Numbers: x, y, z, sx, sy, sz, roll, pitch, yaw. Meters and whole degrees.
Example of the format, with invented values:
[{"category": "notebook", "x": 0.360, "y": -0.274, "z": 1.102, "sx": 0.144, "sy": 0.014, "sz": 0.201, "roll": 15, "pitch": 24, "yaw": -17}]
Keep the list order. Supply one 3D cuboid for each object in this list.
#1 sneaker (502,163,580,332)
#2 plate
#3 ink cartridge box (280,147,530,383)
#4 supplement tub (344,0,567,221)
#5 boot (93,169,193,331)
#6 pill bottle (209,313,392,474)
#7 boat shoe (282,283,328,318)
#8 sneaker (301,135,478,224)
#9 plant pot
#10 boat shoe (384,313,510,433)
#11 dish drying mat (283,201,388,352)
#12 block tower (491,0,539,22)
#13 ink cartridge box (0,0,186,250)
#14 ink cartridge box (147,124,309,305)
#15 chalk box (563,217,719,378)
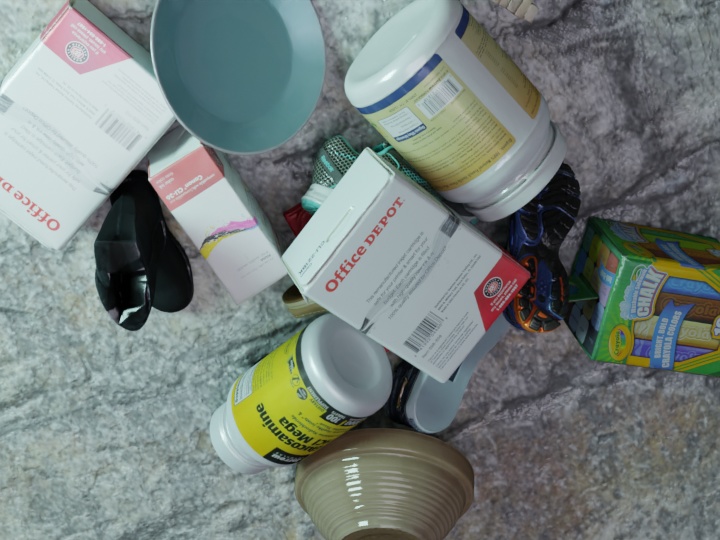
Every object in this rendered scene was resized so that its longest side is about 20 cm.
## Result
[{"category": "sneaker", "x": 0.177, "y": -0.030, "z": 1.452, "sx": 0.075, "sy": 0.078, "sz": 0.201, "roll": 15, "pitch": 74, "yaw": -19}, {"category": "plate", "x": -0.120, "y": -0.211, "z": 1.343, "sx": 0.199, "sy": 0.026, "sz": 0.201, "roll": 0, "pitch": 89, "yaw": -37}, {"category": "ink cartridge box", "x": 0.044, "y": -0.004, "z": 1.366, "sx": 0.200, "sy": 0.084, "sz": 0.144, "roll": 34, "pitch": 98, "yaw": -32}, {"category": "supplement tub", "x": 0.097, "y": -0.159, "z": 1.373, "sx": 0.144, "sy": 0.144, "sz": 0.200, "roll": -42, "pitch": 111, "yaw": 9}, {"category": "boot", "x": -0.211, "y": 0.005, "z": 1.361, "sx": 0.065, "sy": 0.200, "sz": 0.165, "roll": -21, "pitch": 113, "yaw": 0}, {"category": "pill bottle", "x": -0.068, "y": 0.137, "z": 1.455, "sx": 0.112, "sy": 0.113, "sz": 0.200, "roll": 36, "pitch": 131, "yaw": -20}, {"category": "boat shoe", "x": 0.019, "y": 0.021, "z": 1.453, "sx": 0.199, "sy": 0.074, "sz": 0.067, "roll": -16, "pitch": 111, "yaw": -3}, {"category": "sneaker", "x": 0.039, "y": -0.091, "z": 1.433, "sx": 0.199, "sy": 0.078, "sz": 0.092, "roll": 9, "pitch": 85, "yaw": -25}, {"category": "plant pot", "x": 0.025, "y": 0.263, "z": 1.514, "sx": 0.200, "sy": 0.093, "sz": 0.201, "roll": 2, "pitch": 140, "yaw": 1}, {"category": "boat shoe", "x": 0.093, "y": 0.082, "z": 1.516, "sx": 0.071, "sy": 0.091, "sz": 0.201, "roll": 36, "pitch": 76, "yaw": -21}, {"category": "dish drying mat", "x": 0.000, "y": 0.000, "z": 1.491, "sx": 0.077, "sy": 0.018, "sz": 0.200, "roll": -32, "pitch": 113, "yaw": 4}, {"category": "block tower", "x": 0.091, "y": -0.315, "z": 1.358, "sx": 0.199, "sy": 0.054, "sz": 0.058, "roll": 25, "pitch": 107, "yaw": -18}, {"category": "ink cartridge box", "x": -0.286, "y": -0.144, "z": 1.351, "sx": 0.146, "sy": 0.083, "sz": 0.200, "roll": 40, "pitch": 102, "yaw": -18}, {"category": "ink cartridge box", "x": -0.134, "y": -0.046, "z": 1.398, "sx": 0.067, "sy": 0.117, "sz": 0.200, "roll": -32, "pitch": 112, "yaw": 4}, {"category": "chalk box", "x": 0.296, "y": 0.024, "z": 1.489, "sx": 0.199, "sy": 0.125, "sz": 0.124, "roll": 9, "pitch": 111, "yaw": -13}]
